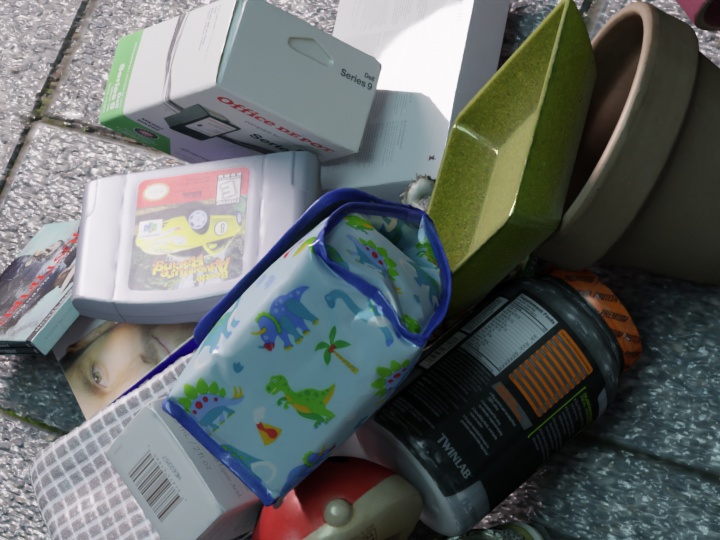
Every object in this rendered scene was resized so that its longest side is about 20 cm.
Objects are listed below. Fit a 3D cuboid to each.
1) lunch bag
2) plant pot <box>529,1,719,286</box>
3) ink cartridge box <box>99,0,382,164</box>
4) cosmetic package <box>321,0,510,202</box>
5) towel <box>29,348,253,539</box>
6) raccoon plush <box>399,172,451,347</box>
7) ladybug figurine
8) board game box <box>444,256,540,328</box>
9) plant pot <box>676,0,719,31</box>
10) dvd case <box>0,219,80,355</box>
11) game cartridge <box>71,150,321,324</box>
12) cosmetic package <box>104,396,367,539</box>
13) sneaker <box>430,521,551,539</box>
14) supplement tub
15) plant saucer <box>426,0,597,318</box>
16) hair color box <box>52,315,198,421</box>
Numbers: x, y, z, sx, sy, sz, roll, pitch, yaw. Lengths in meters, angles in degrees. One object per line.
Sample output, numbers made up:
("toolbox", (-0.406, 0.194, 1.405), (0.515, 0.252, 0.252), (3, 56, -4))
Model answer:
("lunch bag", (-0.027, 0.040, 1.460), (0.127, 0.200, 0.170), (45, 110, 0))
("plant pot", (0.230, -0.068, 1.533), (0.201, 0.174, 0.200), (-60, 13, 23))
("ink cartridge box", (-0.100, -0.145, 1.736), (0.200, 0.146, 0.084), (-9, 62, 56))
("cosmetic package", (0.038, -0.151, 1.749), (0.150, 0.052, 0.201), (-5, 66, 42))
("towel", (-0.152, 0.173, 1.661), (0.200, 0.086, 0.166), (-34, 57, 12))
("raccoon plush", (0.000, 0.000, 1.659), (0.199, 0.097, 0.134), (-2, 61, 18))
("ladybug figurine", (-0.024, 0.183, 1.506), (0.136, 0.200, 0.072), (-31, 76, -16))
("board game box", (0.093, -0.012, 1.690), (0.105, 0.023, 0.201), (15, 77, 35))
("plant pot", (0.276, -0.291, 1.622), (0.200, 0.200, 0.180), (-27, 73, 16))
("dvd case", (-0.266, 0.013, 1.800), (0.146, 0.022, 0.200), (-52, 24, -21))
("game cartridge", (-0.130, -0.023, 1.680), (0.199, 0.041, 0.134), (-8, 60, 13))
("cosmetic package", (-0.079, 0.130, 1.560), (0.102, 0.200, 0.074), (54, 128, 14))
("sneaker", (0.040, 0.228, 1.571), (0.200, 0.089, 0.077), (-26, 58, 18))
("supplement tub", (0.103, 0.089, 1.556), (0.200, 0.123, 0.122), (-38, 53, -17))
("plant saucer", (0.106, -0.067, 1.536), (0.200, 0.048, 0.200), (-46, 23, 56))
("hair color box", (-0.152, 0.035, 1.736), (0.200, 0.065, 0.109), (-40, 54, 10))
